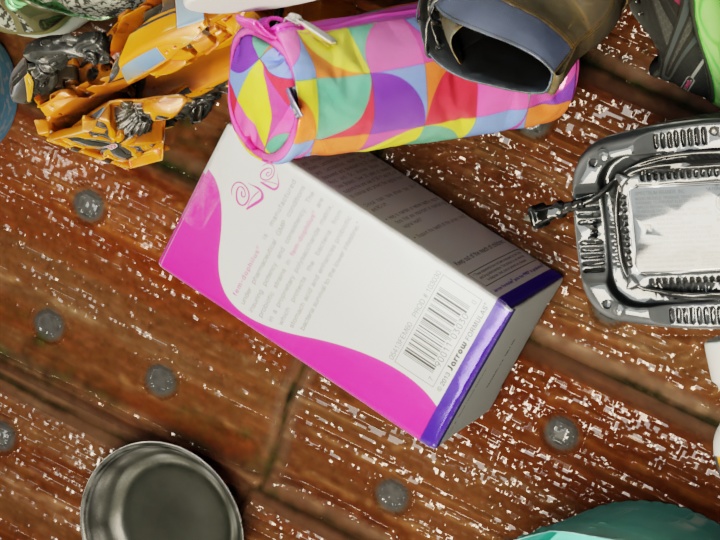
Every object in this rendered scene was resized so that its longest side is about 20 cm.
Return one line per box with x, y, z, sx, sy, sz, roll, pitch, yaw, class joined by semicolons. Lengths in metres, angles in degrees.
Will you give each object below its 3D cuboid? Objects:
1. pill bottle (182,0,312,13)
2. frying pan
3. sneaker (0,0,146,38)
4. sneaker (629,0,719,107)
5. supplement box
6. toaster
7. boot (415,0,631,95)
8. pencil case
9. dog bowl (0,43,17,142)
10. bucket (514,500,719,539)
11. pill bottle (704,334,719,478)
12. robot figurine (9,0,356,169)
-0.064;-0.243;1.544;0.120;0.120;0.200;-10;85;24;pill bottle
-0.142;0.187;1.834;0.115;0.031;0.190;43;116;10;frying pan
-0.187;-0.179;1.737;0.200;0.089;0.077;-3;90;45;sneaker
0.171;-0.177;1.591;0.084;0.077;0.200;11;128;32;sneaker
0.000;0.000;1.703;0.200;0.103;0.101;33;111;12;supplement box
0.203;-0.031;1.598;0.200;0.129;0.114;-4;97;23;toaster
0.044;-0.164;1.569;0.200;0.097;0.075;20;144;13;boot
0.023;-0.110;1.622;0.088;0.200;0.088;24;118;55;pencil case
-0.301;-0.094;1.839;0.200;0.050;0.112;-26;89;25;dog bowl
0.146;0.232;1.666;0.207;0.135;0.207;4;100;22;bucket
0.258;0.124;1.597;0.116;0.116;0.200;-15;91;24;pill bottle
-0.107;-0.116;1.697;0.200;0.145;0.058;-25;63;32;robot figurine
